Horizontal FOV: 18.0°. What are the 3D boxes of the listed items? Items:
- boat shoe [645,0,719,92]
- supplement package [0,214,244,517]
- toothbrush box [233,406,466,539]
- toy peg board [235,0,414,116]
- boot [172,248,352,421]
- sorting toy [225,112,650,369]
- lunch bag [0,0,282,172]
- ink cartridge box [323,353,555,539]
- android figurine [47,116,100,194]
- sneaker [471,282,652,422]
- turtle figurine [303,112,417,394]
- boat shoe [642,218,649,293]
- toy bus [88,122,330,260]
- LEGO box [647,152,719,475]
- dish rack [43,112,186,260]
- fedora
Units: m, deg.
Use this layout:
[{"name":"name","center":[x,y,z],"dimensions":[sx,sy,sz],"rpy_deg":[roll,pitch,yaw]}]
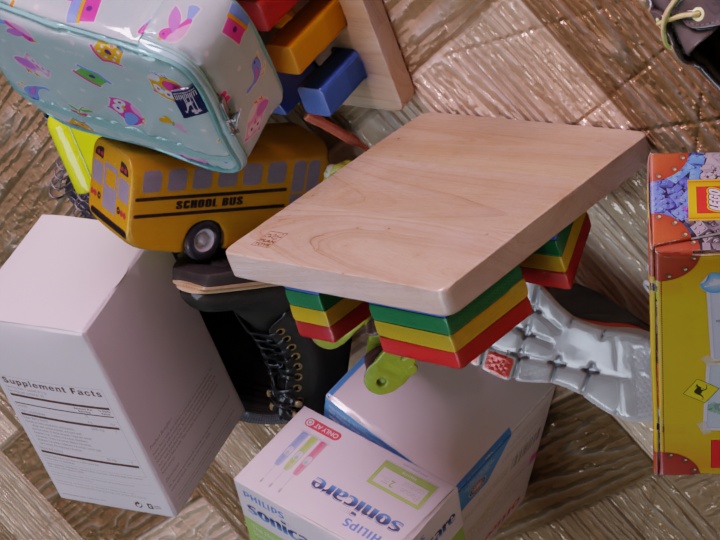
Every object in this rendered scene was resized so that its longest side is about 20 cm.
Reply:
[{"name":"boat shoe","center":[0.202,-0.138,1.247],"dimensions":[0.201,0.061,0.072],"rpy_deg":[43,151,4]},{"name":"supplement package","center":[-0.194,0.073,1.747],"dimensions":[0.119,0.122,0.201],"rpy_deg":[6,135,31]},{"name":"toothbrush box","center":[0.002,0.218,1.657],"dimensions":[0.145,0.086,0.201],"rpy_deg":[25,146,32]},{"name":"toy peg board","center":[-0.094,-0.178,1.521],"dimensions":[0.199,0.098,0.200],"rpy_deg":[11,136,39]},{"name":"boot","center":[-0.061,0.054,1.638],"dimensions":[0.077,0.199,0.140],"rpy_deg":[17,103,40]},{"name":"sorting toy","center":[0.055,-0.019,1.432],"dimensions":[0.199,0.198,0.070],"rpy_deg":[9,126,46]},{"name":"lunch bag","center":[-0.152,-0.139,1.481],"dimensions":[0.199,0.077,0.161],"rpy_deg":[20,156,23]},{"name":"ink cartridge box","center":[0.051,0.143,1.720],"dimensions":[0.125,0.129,0.201],"rpy_deg":[35,148,18]},{"name":"android figurine","center":[-0.170,-0.101,1.699],"dimensions":[0.181,0.041,0.201],"rpy_deg":[3,122,49]},{"name":"sneaker","center":[0.132,0.040,1.530],"dimensions":[0.199,0.082,0.077],"rpy_deg":[30,108,13]},{"name":"turtle figurine","center":[0.000,0.000,1.560],"dimensions":[0.064,0.162,0.201],"rpy_deg":[-22,119,20]},{"name":"boat shoe","center":[0.225,0.033,1.424],"dimensions":[0.074,0.065,0.203],"rpy_deg":[13,138,43]},{"name":"toy bus","center":[-0.090,-0.058,1.599],"dimensions":[0.065,0.199,0.079],"rpy_deg":[33,123,50]},{"name":"LEGO box","center":[0.242,0.028,1.315],"dimensions":[0.148,0.078,0.201],"rpy_deg":[-1,136,7]},{"name":"dish rack","center":[-0.196,-0.057,1.862],"dimensions":[0.153,0.055,0.200],"rpy_deg":[42,151,8]},{"name":"fedora","center":[-0.098,0.036,1.813],"dimensions":[0.199,0.091,0.178],"rpy_deg":[6,136,34]}]
